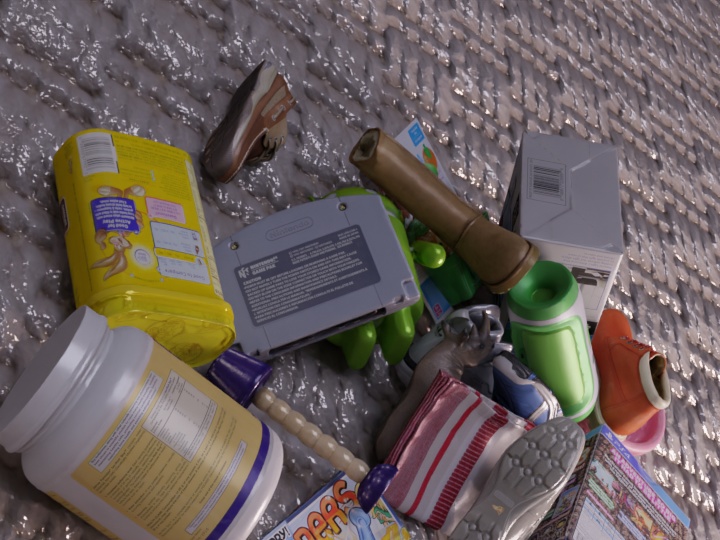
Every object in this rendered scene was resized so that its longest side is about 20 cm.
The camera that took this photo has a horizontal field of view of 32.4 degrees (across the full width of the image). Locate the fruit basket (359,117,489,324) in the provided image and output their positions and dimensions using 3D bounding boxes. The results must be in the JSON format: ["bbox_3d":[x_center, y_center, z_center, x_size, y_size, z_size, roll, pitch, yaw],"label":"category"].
[{"bbox_3d":[0.085,-0.064,1.465,0.185,0.093,0.202,-46,116,-54],"label":"fruit basket"}]

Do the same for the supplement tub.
[{"bbox_3d":[-0.176,0.137,0.983,0.199,0.145,0.146,40,38,-17],"label":"supplement tub"}]

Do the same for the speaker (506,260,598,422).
[{"bbox_3d":[0.220,0.086,1.411,0.089,0.087,0.202,-82,160,-45],"label":"speaker"}]

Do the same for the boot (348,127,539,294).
[{"bbox_3d":[0.084,-0.066,1.325,0.199,0.066,0.175,40,-4,-15],"label":"boot"}]

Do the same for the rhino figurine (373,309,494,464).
[{"bbox_3d":[0.082,0.129,1.277,0.087,0.060,0.202,34,82,-29],"label":"rhino figurine"}]

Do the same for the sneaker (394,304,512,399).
[{"bbox_3d":[0.142,0.110,1.377,0.198,0.115,0.076,26,32,-30],"label":"sneaker"}]

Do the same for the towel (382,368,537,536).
[{"bbox_3d":[0.115,0.204,1.264,0.199,0.145,0.023,31,0,-32],"label":"towel"}]

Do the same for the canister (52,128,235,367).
[{"bbox_3d":[-0.202,-0.021,1.140,0.147,0.086,0.202,12,51,-41],"label":"canister"}]

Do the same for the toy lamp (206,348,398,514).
[{"bbox_3d":[-0.058,0.145,1.156,0.199,0.058,0.058,38,36,5],"label":"toy lamp"}]

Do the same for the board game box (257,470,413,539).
[{"bbox_3d":[-0.024,0.275,1.129,0.136,0.034,0.199,55,35,3],"label":"board game box"}]

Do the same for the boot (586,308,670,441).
[{"bbox_3d":[0.332,0.111,1.518,0.075,0.107,0.202,31,39,-23],"label":"boot"}]

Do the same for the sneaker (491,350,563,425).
[{"bbox_3d":[0.172,0.166,1.336,0.076,0.077,0.201,43,-17,45],"label":"sneaker"}]

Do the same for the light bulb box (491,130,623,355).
[{"bbox_3d":[0.233,-0.024,1.502,0.123,0.202,0.200,10,44,0],"label":"light bulb box"}]

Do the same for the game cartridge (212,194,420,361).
[{"bbox_3d":[-0.055,0.003,1.228,0.197,0.042,0.135,-19,66,-8],"label":"game cartridge"}]

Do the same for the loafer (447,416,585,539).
[{"bbox_3d":[0.155,0.234,1.254,0.070,0.200,0.070,40,-8,24],"label":"loafer"}]

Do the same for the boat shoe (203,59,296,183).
[{"bbox_3d":[-0.112,-0.157,1.365,0.072,0.075,0.201,41,39,-18],"label":"boat shoe"}]

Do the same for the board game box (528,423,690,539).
[{"bbox_3d":[0.266,0.303,1.374,0.160,0.097,0.200,47,36,-7],"label":"board game box"}]

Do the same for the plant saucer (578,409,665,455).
[{"bbox_3d":[0.310,0.148,1.593,0.199,0.051,0.203,28,43,-30],"label":"plant saucer"}]

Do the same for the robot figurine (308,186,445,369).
[{"bbox_3d":[0.000,0.000,1.318,0.173,0.116,0.202,-6,60,-14],"label":"robot figurine"}]
